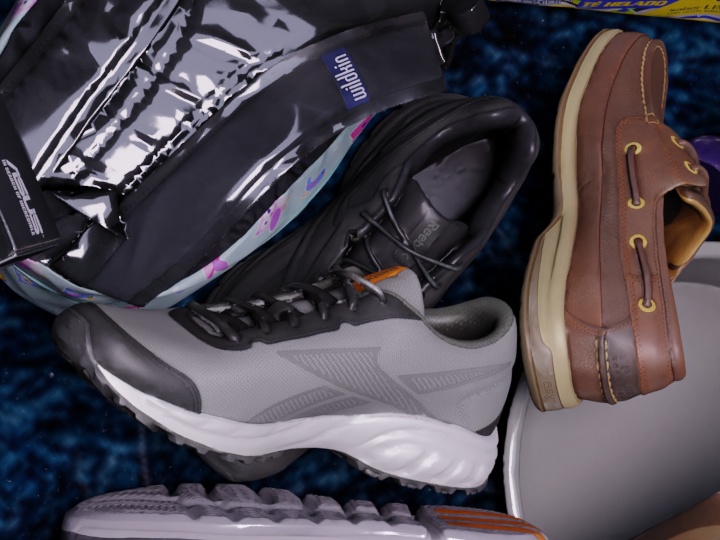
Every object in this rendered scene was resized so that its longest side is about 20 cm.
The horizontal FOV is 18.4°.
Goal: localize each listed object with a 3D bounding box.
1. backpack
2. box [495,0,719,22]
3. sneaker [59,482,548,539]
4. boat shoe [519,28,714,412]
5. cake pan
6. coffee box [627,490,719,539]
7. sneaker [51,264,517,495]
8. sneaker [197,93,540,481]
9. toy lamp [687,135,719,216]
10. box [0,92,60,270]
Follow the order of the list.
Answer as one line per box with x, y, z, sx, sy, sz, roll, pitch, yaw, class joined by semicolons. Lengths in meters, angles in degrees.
-0.070;-0.070;0.876;0.167;0.127;0.200;38;76;2;backpack
0.155;-0.149;0.958;0.200;0.064;0.070;5;73;1;box
-0.025;0.149;0.893;0.200;0.078;0.112;7;95;-5;sneaker
0.114;-0.023;0.924;0.067;0.072;0.200;-1;46;17;boat shoe
0.150;0.088;0.975;0.200;0.037;0.201;2;84;-17;cake pan
0.186;0.132;0.850;0.200;0.080;0.113;-30;55;14;coffee box
-0.025;0.029;0.830;0.200;0.074;0.079;10;106;-37;sneaker
0.000;0.000;0.910;0.076;0.091;0.200;39;75;-12;sneaker
0.215;-0.111;1.011;0.058;0.058;0.200;40;77;-10;toy lamp
-0.230;-0.044;0.809;0.200;0.044;0.160;-23;91;16;box
